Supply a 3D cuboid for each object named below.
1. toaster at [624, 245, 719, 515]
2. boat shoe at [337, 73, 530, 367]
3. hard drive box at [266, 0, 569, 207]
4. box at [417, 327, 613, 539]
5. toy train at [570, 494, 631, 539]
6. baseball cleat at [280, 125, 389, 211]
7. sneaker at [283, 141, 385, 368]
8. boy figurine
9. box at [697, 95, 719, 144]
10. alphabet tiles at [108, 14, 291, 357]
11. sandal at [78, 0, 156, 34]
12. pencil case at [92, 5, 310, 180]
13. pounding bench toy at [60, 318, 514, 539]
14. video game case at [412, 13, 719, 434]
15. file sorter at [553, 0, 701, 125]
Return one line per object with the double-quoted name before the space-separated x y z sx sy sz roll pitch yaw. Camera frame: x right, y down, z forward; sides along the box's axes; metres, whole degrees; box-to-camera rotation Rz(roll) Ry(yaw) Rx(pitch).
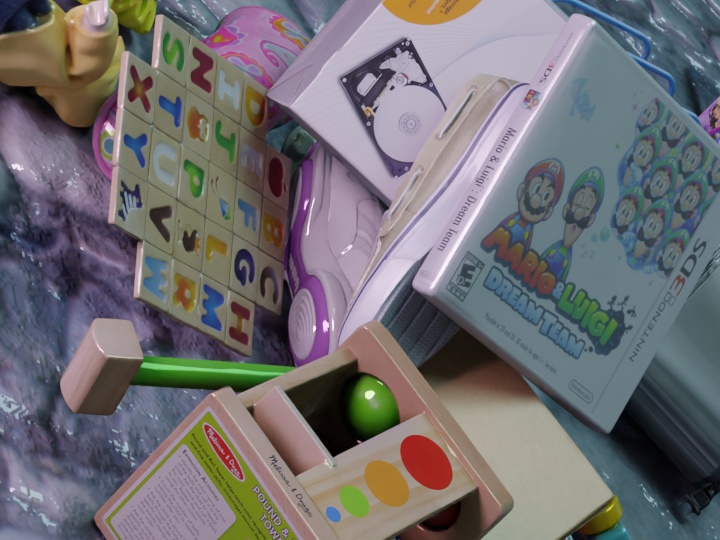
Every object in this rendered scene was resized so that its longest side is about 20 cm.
"toaster" 0.250 0.059 1.924 0.129 0.200 0.114 44 -11 3
"boat shoe" 0.045 -0.024 1.591 0.062 0.201 0.072 26 -15 41
"hard drive box" 0.070 -0.095 1.666 0.200 0.156 0.077 41 -1 -17
"box" 0.030 0.117 1.573 0.200 0.021 0.164 -32 80 -36
"toy train" 0.169 0.227 1.682 0.200 0.055 0.151 56 -12 32
"baseball cleat" 0.027 -0.015 1.808 0.200 0.070 0.106 45 0 11
"sneaker" 0.000 0.000 1.700 0.099 0.075 0.201 12 43 -19
"boy figurine" -0.189 -0.142 1.595 0.200 0.124 0.065 37 56 -57
"box" 0.271 -0.046 2.038 0.039 0.200 0.137 17 39 -40
"alphabet tiles" -0.090 -0.047 1.600 0.200 0.006 0.168 32 57 -59
"sandal" -0.153 -0.205 1.699 0.079 0.087 0.200 40 6 5
"pencil case" -0.092 -0.103 1.719 0.087 0.087 0.200 47 26 -1
"pounding bench toy" -0.045 0.094 1.443 0.156 0.124 0.200 -23 72 -49
"video game case" 0.134 -0.023 1.609 0.024 0.183 0.200 25 -9 45
"file sorter" 0.179 -0.085 2.024 0.138 0.123 0.201 21 31 -42
